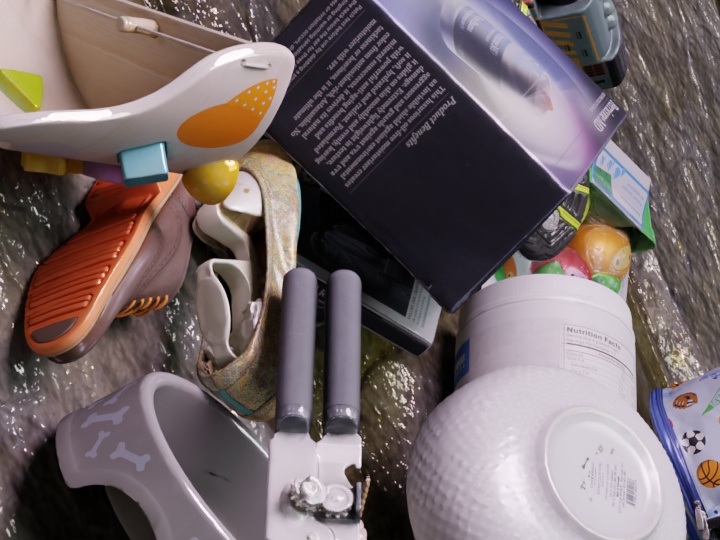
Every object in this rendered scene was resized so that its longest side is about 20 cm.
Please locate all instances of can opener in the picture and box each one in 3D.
[{"bbox_3d":[-0.026,0.087,1.455,0.066,0.053,0.200,97,-5,-53],"label":"can opener"}]

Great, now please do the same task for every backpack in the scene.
[{"bbox_3d":[0.285,0.170,1.992,0.200,0.154,0.191,-25,98,-86],"label":"backpack"}]

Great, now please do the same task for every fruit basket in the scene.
[{"bbox_3d":[0.162,-0.012,1.971,0.185,0.094,0.200,41,45,-40],"label":"fruit basket"}]

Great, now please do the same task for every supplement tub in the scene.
[{"bbox_3d":[0.130,0.119,1.808,0.132,0.132,0.200,38,43,-43],"label":"supplement tub"}]

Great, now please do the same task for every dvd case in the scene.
[{"bbox_3d":[-0.026,-0.049,1.681,0.200,0.025,0.150,31,46,-17],"label":"dvd case"}]

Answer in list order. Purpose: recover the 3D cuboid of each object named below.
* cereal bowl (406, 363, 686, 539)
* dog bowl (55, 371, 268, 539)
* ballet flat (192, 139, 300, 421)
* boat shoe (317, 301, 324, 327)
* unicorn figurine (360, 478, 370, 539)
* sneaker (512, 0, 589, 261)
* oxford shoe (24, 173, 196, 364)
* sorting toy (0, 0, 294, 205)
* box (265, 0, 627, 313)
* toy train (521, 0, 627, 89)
[{"bbox_3d":[0.132,0.145,1.649,0.200,0.083,0.200,18,53,-26],"label":"cereal bowl"},{"bbox_3d":[-0.082,0.142,1.446,0.200,0.059,0.200,47,12,-13],"label":"dog bowl"},{"bbox_3d":[-0.072,-0.005,1.547,0.071,0.071,0.200,35,42,-45],"label":"ballet flat"},{"bbox_3d":[0.000,0.000,1.733,0.200,0.062,0.075,6,68,-57],"label":"boat shoe"},{"bbox_3d":[0.027,0.228,1.654,0.200,0.074,0.137,36,33,-64],"label":"unicorn figurine"},{"bbox_3d":[0.111,-0.104,1.891,0.075,0.076,0.200,-14,91,-30],"label":"sneaker"},{"bbox_3d":[-0.136,0.001,1.512,0.073,0.071,0.200,61,31,-24],"label":"oxford shoe"},{"bbox_3d":[-0.174,-0.097,1.440,0.180,0.200,0.107,-7,112,-46],"label":"sorting toy"},{"bbox_3d":[0.049,-0.106,1.641,0.198,0.123,0.200,45,24,-2],"label":"box"},{"bbox_3d":[0.140,-0.193,1.981,0.200,0.114,0.085,59,23,-64],"label":"toy train"}]
